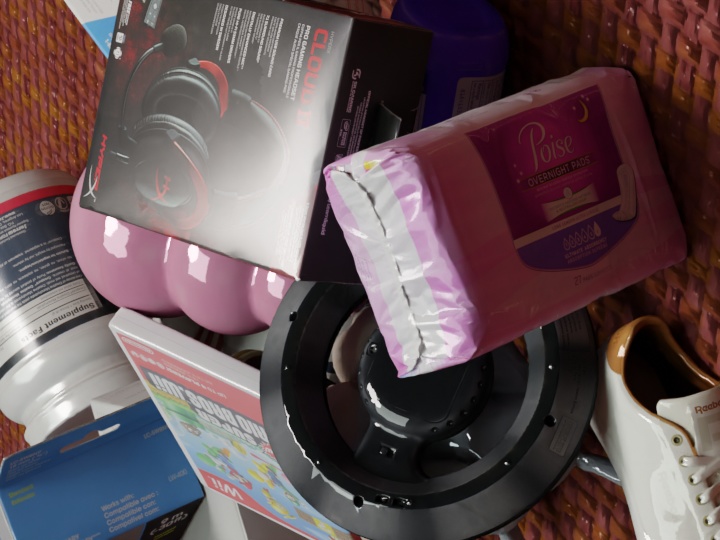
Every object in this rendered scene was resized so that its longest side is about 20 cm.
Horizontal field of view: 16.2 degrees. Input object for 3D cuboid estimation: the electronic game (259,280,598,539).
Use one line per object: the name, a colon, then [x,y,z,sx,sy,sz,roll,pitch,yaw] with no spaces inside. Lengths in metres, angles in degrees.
electronic game: [0.038,0.060,1.446,0.200,0.200,0.042,56,-175,23]

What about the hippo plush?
hippo plush: [0.063,0.095,1.548,0.161,0.200,0.159,84,173,-77]

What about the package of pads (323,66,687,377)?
package of pads: [0.080,-0.030,1.350,0.076,0.200,0.121,-14,96,46]

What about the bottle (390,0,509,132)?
bottle: [0.041,-0.066,1.508,0.084,0.065,0.200,-119,31,-55]

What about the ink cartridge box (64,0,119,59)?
ink cartridge box: [-0.084,-0.203,1.592,0.116,0.200,0.068,53,-177,27]

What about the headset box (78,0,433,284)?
headset box: [-0.053,-0.082,1.417,0.200,0.075,0.149,19,100,39]

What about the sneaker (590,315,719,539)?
sneaker: [0.187,0.115,1.396,0.200,0.073,0.085,59,152,21]

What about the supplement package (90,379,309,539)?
supplement package: [-0.091,0.136,1.832,0.200,0.117,0.117,5,112,59]

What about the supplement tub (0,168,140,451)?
supplement tub: [-0.246,0.033,2.001,0.200,0.140,0.140,61,150,15]

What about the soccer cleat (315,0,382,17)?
soccer cleat: [-0.013,-0.153,1.483,0.085,0.069,0.200,151,120,-71]

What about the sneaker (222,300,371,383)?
sneaker: [-0.027,0.034,1.721,0.200,0.076,0.081,3,100,53]

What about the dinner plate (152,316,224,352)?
dinner plate: [-0.122,-0.021,1.741,0.024,0.200,0.200,-2,113,15]

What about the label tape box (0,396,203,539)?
label tape box: [-0.190,0.173,1.752,0.063,0.144,0.200,57,150,18]

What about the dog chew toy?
dog chew toy: [-0.081,-0.017,1.558,0.200,0.125,0.125,20,127,29]

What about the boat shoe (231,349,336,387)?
boat shoe: [-0.008,0.123,1.645,0.200,0.073,0.065,35,169,-26]

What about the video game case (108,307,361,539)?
video game case: [-0.072,0.108,1.601,0.143,0.017,0.200,23,155,30]
